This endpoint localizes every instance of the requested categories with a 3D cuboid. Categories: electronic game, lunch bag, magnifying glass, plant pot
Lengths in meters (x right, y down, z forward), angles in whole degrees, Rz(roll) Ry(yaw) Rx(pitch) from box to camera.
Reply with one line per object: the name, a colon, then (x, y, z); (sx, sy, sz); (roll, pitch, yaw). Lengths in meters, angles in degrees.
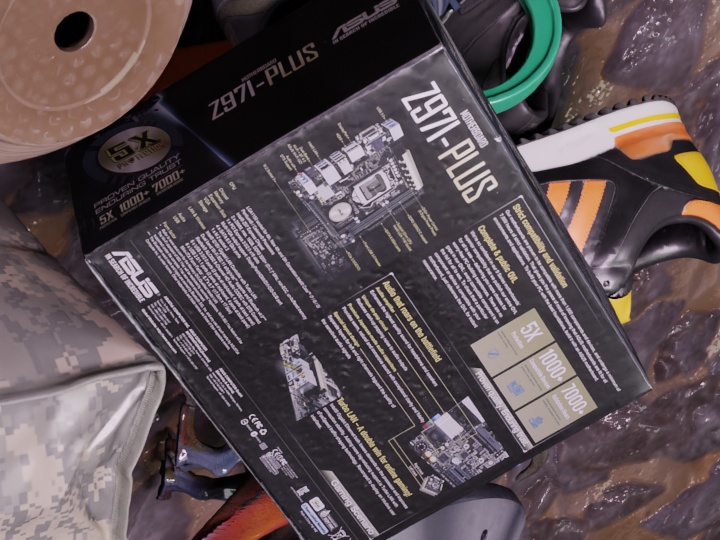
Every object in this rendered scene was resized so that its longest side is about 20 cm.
electronic game: (-0.001, 0.173, 1.273); (0.200, 0.042, 0.200); (-25, 157, -12)
lunch bag: (-0.205, 0.051, 0.930); (0.200, 0.164, 0.118); (-7, 125, -38)
magnifying glass: (-0.009, -0.096, 1.041); (0.200, 0.080, 0.022); (-10, 164, -11)
plant pot: (-0.134, -0.113, 0.917); (0.201, 0.093, 0.201); (-23, 134, -26)

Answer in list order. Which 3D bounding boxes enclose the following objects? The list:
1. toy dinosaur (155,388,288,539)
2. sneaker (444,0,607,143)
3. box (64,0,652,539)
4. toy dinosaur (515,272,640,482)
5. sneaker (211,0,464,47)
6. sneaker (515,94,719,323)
toy dinosaur: (-0.007, 0.103, 1.174); (0.181, 0.200, 0.105); (8, 139, -10)
sneaker: (0.040, -0.073, 1.108); (0.076, 0.091, 0.200); (11, 115, -49)
box: (0.000, 0.000, 0.979); (0.164, 0.086, 0.200); (-31, 124, 7)
toy dinosaur: (0.085, 0.021, 1.255); (0.102, 0.077, 0.200); (-3, 129, -27)
sneaker: (0.028, -0.130, 1.005); (0.200, 0.081, 0.074); (-14, 151, 1)
sneaker: (0.082, -0.008, 1.078); (0.200, 0.090, 0.070); (-24, 164, -22)
